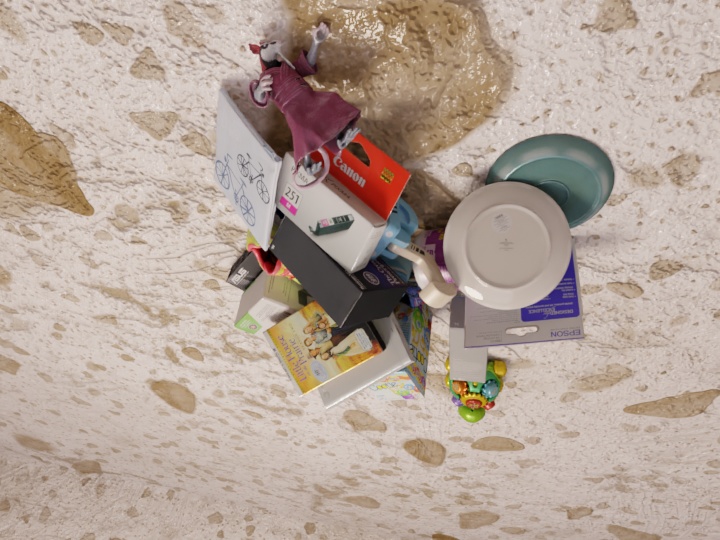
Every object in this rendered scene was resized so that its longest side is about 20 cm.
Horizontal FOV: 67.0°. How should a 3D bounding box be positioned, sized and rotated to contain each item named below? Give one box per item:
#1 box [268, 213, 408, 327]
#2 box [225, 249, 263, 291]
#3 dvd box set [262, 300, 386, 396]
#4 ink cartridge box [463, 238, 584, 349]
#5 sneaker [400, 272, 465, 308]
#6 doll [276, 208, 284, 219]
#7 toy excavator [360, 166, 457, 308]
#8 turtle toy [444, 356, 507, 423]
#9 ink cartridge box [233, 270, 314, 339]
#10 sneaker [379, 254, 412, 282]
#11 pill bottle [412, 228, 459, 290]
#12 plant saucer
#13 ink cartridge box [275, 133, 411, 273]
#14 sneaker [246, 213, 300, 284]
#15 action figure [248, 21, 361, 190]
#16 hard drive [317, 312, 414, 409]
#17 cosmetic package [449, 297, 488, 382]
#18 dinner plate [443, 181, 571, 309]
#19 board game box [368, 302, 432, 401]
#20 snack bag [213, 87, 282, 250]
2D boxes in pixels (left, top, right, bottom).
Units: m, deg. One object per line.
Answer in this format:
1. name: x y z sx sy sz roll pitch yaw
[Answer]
1. box: -0.037 -0.006 0.916 0.200 0.140 0.079 45 119 25
2. box: -0.166 0.001 1.129 0.159 0.045 0.200 30 137 -22
3. dvd box set: -0.070 0.130 1.019 0.199 0.029 0.147 -30 89 20
4. ink cartridge box: 0.278 0.048 0.944 0.196 0.202 0.044 -8 141 24
5. sneaker: 0.121 0.040 1.073 0.197 0.079 0.076 -1 140 16
6. doll: -0.104 -0.134 0.951 0.198 0.049 0.136 -19 132 32
7. toy excavator: 0.066 -0.050 0.897 0.198 0.196 0.100 23 129 -22
8. turtle toy: 0.273 0.290 1.309 0.144 0.102 0.201 3 140 11
9. ink cartridge box: -0.137 0.089 1.123 0.199 0.085 0.145 25 139 -25
10. sneaker: 0.000 0.000 1.016 0.197 0.132 0.080 8 140 7
11. pill bottle: 0.198 -0.023 0.939 0.198 0.113 0.113 -5 138 27
12. plant saucer: 0.300 -0.126 0.871 0.197 0.028 0.201 8 141 6
13. ink cartridge box: -0.039 -0.125 0.830 0.200 0.043 0.175 42 126 21
14. sneaker: -0.144 -0.017 0.994 0.078 0.091 0.200 -19 135 30
15. action figure: -0.086 -0.242 0.767 0.201 0.133 0.149 53 159 9
16. hard drive: -0.008 0.160 1.041 0.199 0.133 0.026 -33 156 19
17. cosmetic package: 0.228 0.138 1.140 0.089 0.108 0.201 5 142 10
18. dinner plate: 0.229 -0.037 0.852 0.197 0.203 0.024 1 -176 9
19. board game box: 0.078 0.151 1.119 0.104 0.202 0.103 -11 136 26
20. snack bag: -0.183 -0.161 0.866 0.021 0.189 0.201 -22 151 -31
